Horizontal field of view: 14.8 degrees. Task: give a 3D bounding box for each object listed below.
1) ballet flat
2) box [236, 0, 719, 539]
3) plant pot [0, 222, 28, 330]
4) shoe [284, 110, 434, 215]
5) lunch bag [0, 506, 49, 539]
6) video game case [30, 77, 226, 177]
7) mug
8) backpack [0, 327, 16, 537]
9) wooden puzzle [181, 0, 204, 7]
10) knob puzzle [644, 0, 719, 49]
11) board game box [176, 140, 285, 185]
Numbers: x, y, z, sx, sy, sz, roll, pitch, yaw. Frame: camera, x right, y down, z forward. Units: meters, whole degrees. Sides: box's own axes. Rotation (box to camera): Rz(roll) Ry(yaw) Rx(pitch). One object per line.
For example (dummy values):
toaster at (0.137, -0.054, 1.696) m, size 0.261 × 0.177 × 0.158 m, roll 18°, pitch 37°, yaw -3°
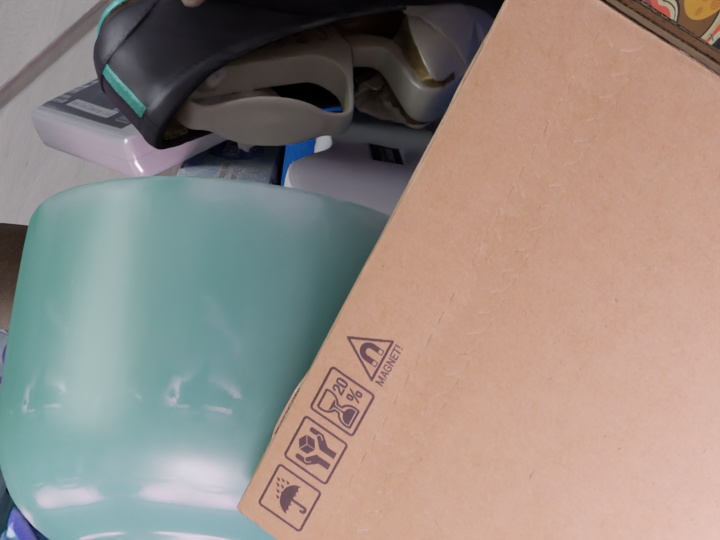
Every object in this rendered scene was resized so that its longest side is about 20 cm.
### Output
ballet flat at (-0.005, -0.081, 1.077) m, size 0.073 × 0.200 × 0.073 m, roll 36°, pitch 130°, yaw 57°
box at (0.072, 0.035, 0.786) m, size 0.200 × 0.163 × 0.021 m, roll -62°, pitch -13°, yaw 24°
plant pot at (-0.168, 0.052, 1.419) m, size 0.200 × 0.187 × 0.187 m, roll -13°, pitch 58°, yaw 51°
shoe at (0.000, 0.000, 1.091) m, size 0.200 × 0.071 × 0.091 m, roll -87°, pitch 8°, yaw -77°
lunch bag at (-0.104, 0.200, 0.987) m, size 0.151 × 0.094 × 0.200 m, roll -62°, pitch 20°, yaw 10°
video game case at (-0.045, -0.095, 1.229) m, size 0.023 × 0.182 × 0.200 m, roll 67°, pitch 166°, yaw -13°
mug at (-0.036, 0.053, 0.937) m, size 0.152 × 0.185 × 0.115 m, roll -6°, pitch 68°, yaw 33°
backpack at (-0.196, 0.120, 1.153) m, size 0.151 × 0.177 × 0.200 m, roll 60°, pitch -144°, yaw -58°
wooden puzzle at (0.021, -0.161, 1.091) m, size 0.185 × 0.200 × 0.037 m, roll -103°, pitch 2°, yaw -58°
knob puzzle at (0.100, -0.067, 0.895) m, size 0.220 × 0.030 × 0.220 m, roll -41°, pitch 27°, yaw 26°
board game box at (-0.068, 0.051, 1.163) m, size 0.199 × 0.043 × 0.200 m, roll -79°, pitch -3°, yaw -74°
